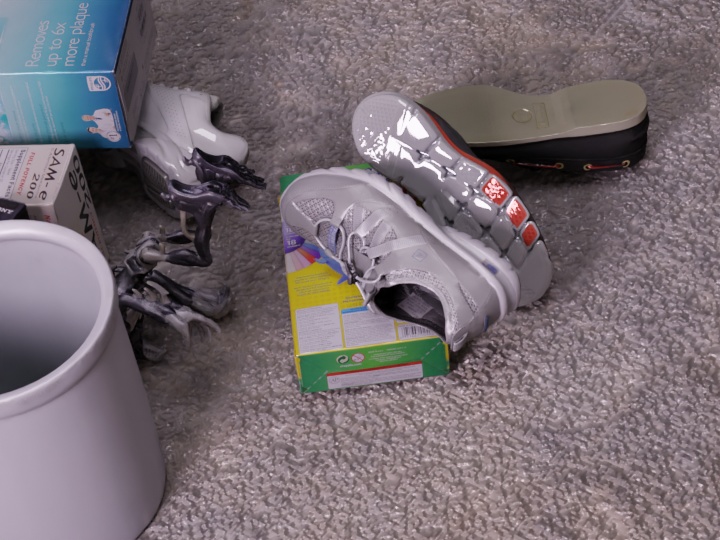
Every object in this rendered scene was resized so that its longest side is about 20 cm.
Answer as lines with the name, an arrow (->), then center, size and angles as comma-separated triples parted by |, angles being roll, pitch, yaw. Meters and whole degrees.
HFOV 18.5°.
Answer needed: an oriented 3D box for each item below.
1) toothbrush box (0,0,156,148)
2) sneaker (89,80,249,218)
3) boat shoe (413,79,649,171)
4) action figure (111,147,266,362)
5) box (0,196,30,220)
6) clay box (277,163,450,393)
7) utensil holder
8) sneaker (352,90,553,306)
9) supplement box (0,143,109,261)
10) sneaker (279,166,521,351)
toothbrush box -> -0.275, -0.173, 1.765 | 0.199, 0.085, 0.147 | -1, 45, 8
sneaker -> -0.167, -0.123, 1.832 | 0.099, 0.078, 0.200 | -31, 57, -27
boat shoe -> 0.129, -0.108, 1.753 | 0.201, 0.063, 0.074 | -2, 45, 6
action figure -> -0.143, 0.014, 1.656 | 0.102, 0.200, 0.119 | 31, 21, -9
box -> -0.295, 0.062, 1.623 | 0.036, 0.143, 0.200 | 17, 52, 27
clay box -> 0.000, 0.000, 1.686 | 0.114, 0.048, 0.200 | -7, 44, 0
utensil holder -> -0.233, 0.094, 1.539 | 0.169, 0.200, 0.170 | -5, 45, 5
sneaker -> 0.081, -0.063, 1.684 | 0.077, 0.082, 0.200 | -41, 86, 21
supplement box -> -0.310, -0.030, 1.726 | 0.199, 0.126, 0.074 | 0, 45, 11
sneaker -> 0.016, -0.010, 1.606 | 0.200, 0.075, 0.082 | 26, 51, 26
